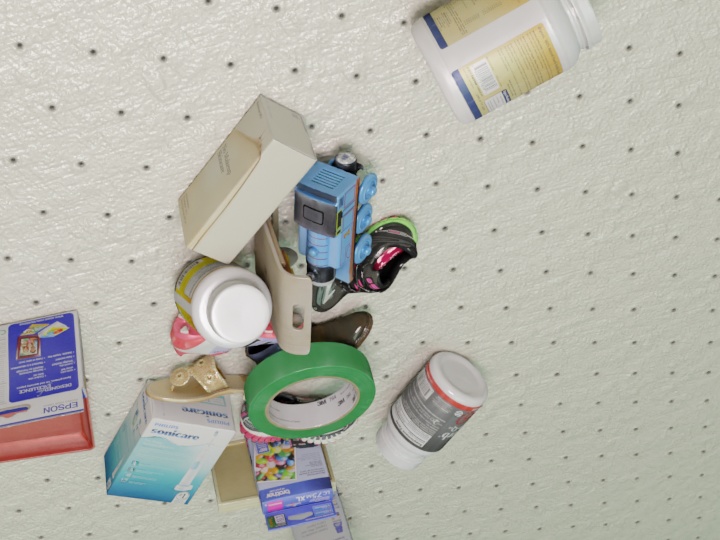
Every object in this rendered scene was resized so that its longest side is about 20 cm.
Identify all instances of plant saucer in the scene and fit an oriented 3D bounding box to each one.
[{"bbox_3d":[-0.517,0.215,1.638,0.200,0.037,0.200,-6,135,-13],"label":"plant saucer"}]

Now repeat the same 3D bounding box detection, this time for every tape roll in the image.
[{"bbox_3d":[-0.078,0.188,1.655,0.200,0.048,0.200,-10,143,-7],"label":"tape roll"}]

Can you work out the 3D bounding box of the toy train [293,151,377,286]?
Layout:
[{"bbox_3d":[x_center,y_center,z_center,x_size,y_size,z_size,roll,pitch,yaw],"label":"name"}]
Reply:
[{"bbox_3d":[-0.038,-0.065,1.465,0.114,0.087,0.200,-45,151,-42],"label":"toy train"}]

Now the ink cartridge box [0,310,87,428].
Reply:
[{"bbox_3d":[-0.479,0.152,1.471,0.198,0.200,0.047,-11,135,-9],"label":"ink cartridge box"}]

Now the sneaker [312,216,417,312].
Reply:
[{"bbox_3d":[0.000,0.000,1.571,0.200,0.084,0.077,-38,132,18],"label":"sneaker"}]

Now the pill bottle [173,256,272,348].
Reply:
[{"bbox_3d":[-0.185,0.043,1.455,0.109,0.200,0.109,-3,98,-19],"label":"pill bottle"}]

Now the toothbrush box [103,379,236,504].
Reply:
[{"bbox_3d":[-0.312,0.282,1.739,0.146,0.085,0.200,14,128,-29],"label":"toothbrush box"}]

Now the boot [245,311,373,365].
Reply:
[{"bbox_3d":[-0.081,0.108,1.657,0.200,0.075,0.097,-32,138,16],"label":"boot"}]

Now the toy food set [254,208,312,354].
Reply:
[{"bbox_3d":[-0.100,-0.005,1.448,0.060,0.200,0.144,-10,136,-15],"label":"toy food set"}]

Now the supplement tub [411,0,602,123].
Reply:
[{"bbox_3d":[0.178,-0.286,1.309,0.200,0.144,0.144,-28,135,9],"label":"supplement tub"}]

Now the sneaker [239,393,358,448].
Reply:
[{"bbox_3d":[-0.099,0.241,1.777,0.200,0.081,0.075,-3,132,-16],"label":"sneaker"}]

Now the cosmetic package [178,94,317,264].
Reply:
[{"bbox_3d":[-0.151,-0.116,1.393,0.073,0.104,0.200,22,121,-34],"label":"cosmetic package"}]

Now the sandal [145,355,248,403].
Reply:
[{"bbox_3d":[-0.229,0.160,1.673,0.212,0.078,0.070,5,110,-26],"label":"sandal"}]

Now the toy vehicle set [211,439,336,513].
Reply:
[{"bbox_3d":[-0.152,0.336,1.819,0.200,0.124,0.027,-9,135,-10],"label":"toy vehicle set"}]

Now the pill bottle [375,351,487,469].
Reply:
[{"bbox_3d":[0.117,0.243,1.827,0.116,0.116,0.200,16,126,-31],"label":"pill bottle"}]

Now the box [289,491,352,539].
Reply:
[{"bbox_3d":[-0.057,0.537,1.993,0.105,0.200,0.184,-16,136,-4],"label":"box"}]

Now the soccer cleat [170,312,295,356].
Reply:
[{"bbox_3d":[-0.186,0.094,1.617,0.200,0.067,0.076,-3,142,-13],"label":"soccer cleat"}]

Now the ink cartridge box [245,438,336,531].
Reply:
[{"bbox_3d":[-0.117,0.329,1.769,0.119,0.200,0.042,-9,136,-11],"label":"ink cartridge box"}]
